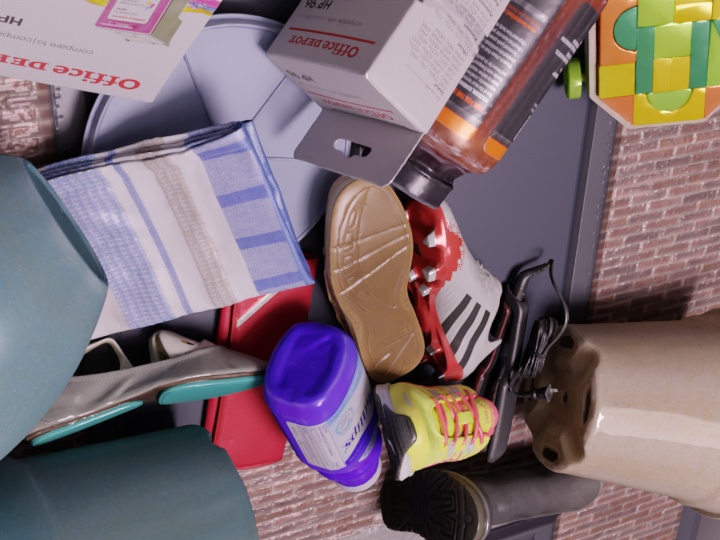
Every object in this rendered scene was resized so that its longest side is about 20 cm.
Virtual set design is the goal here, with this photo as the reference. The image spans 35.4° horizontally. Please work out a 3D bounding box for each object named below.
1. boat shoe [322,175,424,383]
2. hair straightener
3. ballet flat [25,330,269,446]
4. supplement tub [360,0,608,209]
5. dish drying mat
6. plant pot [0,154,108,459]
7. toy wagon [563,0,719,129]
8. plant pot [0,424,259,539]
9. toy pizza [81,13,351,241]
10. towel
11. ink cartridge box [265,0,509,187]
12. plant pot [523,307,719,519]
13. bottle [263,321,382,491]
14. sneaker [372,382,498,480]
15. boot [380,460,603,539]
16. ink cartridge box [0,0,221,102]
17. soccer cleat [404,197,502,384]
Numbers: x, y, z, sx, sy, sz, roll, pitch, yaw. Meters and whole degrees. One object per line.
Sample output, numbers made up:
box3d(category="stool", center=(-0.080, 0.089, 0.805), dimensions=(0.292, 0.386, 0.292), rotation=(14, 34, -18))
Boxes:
box3d(category="boat shoe", center=(0.000, 0.000, 0.886), dimensions=(0.073, 0.069, 0.201), rotation=(-23, 131, -16))
box3d(category="hair straightener", center=(0.149, 0.086, 1.020), dimensions=(0.041, 0.077, 0.201), rotation=(-12, 123, -58))
box3d(category="ballet flat", center=(-0.163, 0.076, 0.847), dimensions=(0.199, 0.067, 0.064), rotation=(-13, 78, -22))
box3d(category="supplement tub", center=(0.083, -0.146, 0.824), dimensions=(0.107, 0.107, 0.200), rotation=(28, 101, -37))
box3d(category="dish drying mat", center=(-0.084, 0.078, 0.918), dimensions=(0.076, 0.018, 0.201), rotation=(-4, 119, -28))
box3d(category="plant pot", center=(-0.232, 0.007, 0.674), dimensions=(0.134, 0.200, 0.200), rotation=(-33, 128, -5))
box3d(category="toy wagon", center=(0.236, -0.206, 0.874), dimensions=(0.154, 0.040, 0.201), rotation=(-5, 125, 4))
box3d(category="plant pot", center=(-0.192, 0.211, 0.839), dimensions=(0.195, 0.200, 0.201), rotation=(-14, 124, -32))
box3d(category="toy pizza", center=(-0.101, -0.087, 0.804), dimensions=(0.199, 0.032, 0.201), rotation=(-13, 123, -21))
box3d(category="towel", center=(-0.146, -0.021, 0.772), dimensions=(0.199, 0.024, 0.147), rotation=(-13, 127, 8))
box3d(category="ink cartridge box", center=(0.019, -0.163, 0.742), dimensions=(0.068, 0.116, 0.200), rotation=(39, 79, -40))
box3d(category="plant pot", center=(0.260, 0.123, 1.044), dimensions=(0.183, 0.201, 0.201), rotation=(7, 114, -19))
box3d(category="bottle", center=(-0.022, 0.122, 0.922), dimensions=(0.200, 0.065, 0.084), rotation=(71, 37, -54))
box3d(category="sneaker", center=(0.067, 0.123, 0.936), dimensions=(0.090, 0.079, 0.200), rotation=(-15, 172, 10))
box3d(category="boot", center=(0.139, 0.211, 1.037), dimensions=(0.199, 0.182, 0.073), rotation=(5, 86, -24))
box3d(category="ink cartridge box", center=(-0.147, -0.186, 0.621), dimensions=(0.144, 0.085, 0.200), rotation=(7, 154, -30))
box3d(category="soccer cleat", center=(0.078, 0.008, 0.942), dimensions=(0.085, 0.069, 0.201), rotation=(-29, 131, -22))
